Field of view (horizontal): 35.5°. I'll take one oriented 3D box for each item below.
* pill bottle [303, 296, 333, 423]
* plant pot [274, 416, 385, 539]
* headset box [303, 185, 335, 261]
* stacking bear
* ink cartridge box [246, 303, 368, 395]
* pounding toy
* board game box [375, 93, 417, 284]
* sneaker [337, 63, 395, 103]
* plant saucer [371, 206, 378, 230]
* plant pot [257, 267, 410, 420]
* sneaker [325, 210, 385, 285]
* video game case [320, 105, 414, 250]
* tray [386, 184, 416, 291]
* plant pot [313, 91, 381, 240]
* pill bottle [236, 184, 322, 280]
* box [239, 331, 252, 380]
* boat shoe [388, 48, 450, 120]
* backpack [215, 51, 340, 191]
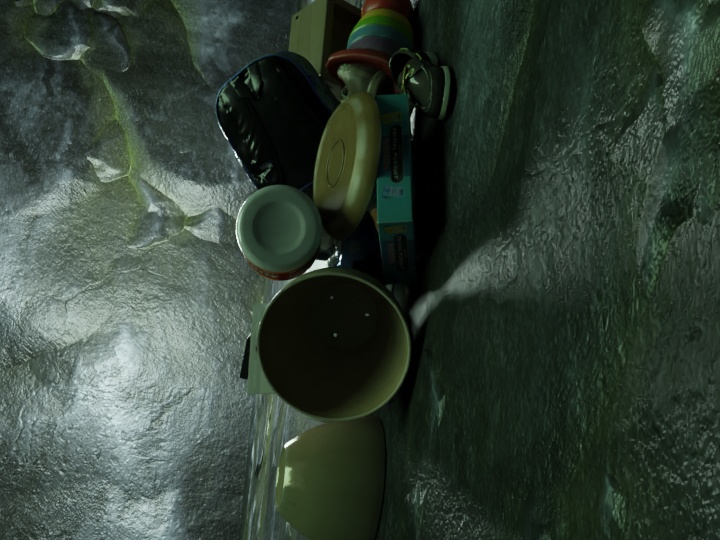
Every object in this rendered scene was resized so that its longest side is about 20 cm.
[{"bbox_3d":[-0.042,0.135,1.766,0.112,0.111,0.202,-99,19,-59],"label":"pill bottle"},{"bbox_3d":[-0.051,0.305,1.620,0.200,0.133,0.203,-172,90,-79],"label":"plant pot"},{"bbox_3d":[-0.075,-0.100,1.818,0.078,0.147,0.201,108,165,-50],"label":"headset box"},{"bbox_3d":[0.032,-0.357,1.742,0.122,0.113,0.201,59,-146,-43],"label":"stacking bear"},{"bbox_3d":[-0.058,0.118,1.615,0.050,0.198,0.162,78,-171,-51],"label":"ink cartridge box"},{"bbox_3d":[-0.028,-0.318,1.880,0.142,0.199,0.186,-19,60,47],"label":"pounding toy"},{"bbox_3d":[0.048,-0.107,1.495,0.151,0.046,0.202,81,-173,-59],"label":"board game box"},{"bbox_3d":[0.010,-0.247,1.663,0.071,0.075,0.200,-58,-13,-18],"label":"sneaker"},{"bbox_3d":[0.015,-0.126,1.855,0.200,0.037,0.202,-172,90,-81],"label":"plant saucer"},{"bbox_3d":[-0.028,0.080,1.502,0.135,0.198,0.202,-70,-8,-72],"label":"plant pot"},{"bbox_3d":[0.000,0.000,1.603,0.200,0.078,0.090,88,157,-65],"label":"sneaker"},{"bbox_3d":[0.008,-0.142,1.641,0.200,0.023,0.183,-43,-22,-59],"label":"video game case"},{"bbox_3d":[0.046,-0.055,1.671,0.108,0.022,0.202,-101,21,-59],"label":"tray"},{"bbox_3d":[-0.024,-0.141,1.503,0.200,0.027,0.202,-170,90,-69],"label":"plant pot"},{"bbox_3d":[-0.108,-0.045,1.525,0.200,0.112,0.114,113,164,-84],"label":"pill bottle"},{"bbox_3d":[-0.114,0.135,1.945,0.200,0.140,0.080,-61,-18,-72],"label":"box"},{"bbox_3d":[0.079,-0.253,1.521,0.202,0.060,0.072,-106,27,-67],"label":"boat shoe"},{"bbox_3d":[-0.116,-0.228,1.717,0.182,0.201,0.147,-31,11,17],"label":"backpack"}]
